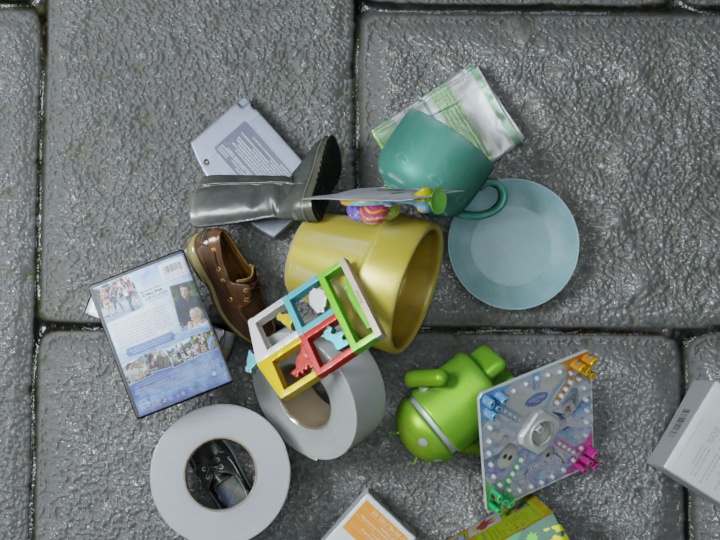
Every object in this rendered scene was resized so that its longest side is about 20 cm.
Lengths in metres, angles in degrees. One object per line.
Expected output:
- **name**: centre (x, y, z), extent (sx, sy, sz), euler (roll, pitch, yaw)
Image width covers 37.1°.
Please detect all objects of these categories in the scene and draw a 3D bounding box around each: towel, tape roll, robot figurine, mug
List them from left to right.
- **tape roll**: centre (-0.202, 0.295, 1.552), extent (0.200, 0.066, 0.201), euler (1, 79, -7)
- **tape roll**: centre (-0.062, 0.170, 1.555), extent (0.071, 0.202, 0.203), euler (-29, 84, -46)
- **mug**: centre (0.114, -0.139, 1.572), extent (0.185, 0.152, 0.115), euler (35, 89, 21)
- **towel**: centre (0.135, -0.210, 1.665), extent (0.200, 0.031, 0.149), euler (-33, 85, -2)
- **robot figurine**: centre (0.137, 0.202, 1.586), extent (0.200, 0.116, 0.176), euler (-38, 117, -3)

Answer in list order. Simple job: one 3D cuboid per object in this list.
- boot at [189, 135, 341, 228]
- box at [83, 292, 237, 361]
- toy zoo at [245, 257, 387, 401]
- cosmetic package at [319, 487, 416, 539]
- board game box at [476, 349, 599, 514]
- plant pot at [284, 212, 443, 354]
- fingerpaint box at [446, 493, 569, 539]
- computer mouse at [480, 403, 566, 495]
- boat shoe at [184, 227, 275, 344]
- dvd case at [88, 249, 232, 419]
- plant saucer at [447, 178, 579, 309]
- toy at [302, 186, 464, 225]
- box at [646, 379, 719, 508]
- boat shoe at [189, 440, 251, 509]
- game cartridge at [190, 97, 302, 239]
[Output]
- **boot**: centre (-0.140, -0.131, 1.606), extent (0.200, 0.073, 0.182), euler (-4, 40, 25)
- **box**: centre (-0.289, 0.080, 1.581), extent (0.200, 0.158, 0.048), euler (20, 84, 2)
- **toy zoo**: centre (-0.074, 0.088, 1.472), extent (0.200, 0.020, 0.131), euler (-34, 62, 13)
- **cosmetic package**: centre (-0.020, 0.432, 1.591), extent (0.101, 0.071, 0.200), euler (41, 87, 4)
- **board game box**: centre (0.262, 0.235, 1.546), extent (0.200, 0.026, 0.200), euler (-18, 116, -24)
- **plant pot**: centre (0.000, 0.000, 1.577), extent (0.189, 0.201, 0.201), euler (19, 85, 18)
- **fingerpaint box**: centre (0.204, 0.399, 1.527), extent (0.167, 0.200, 0.073), euler (-28, 86, -2)
- **computer mouse**: centre (0.265, 0.250, 1.594), extent (0.200, 0.046, 0.141), euler (-38, 128, -27)
- **boat shoe**: centre (-0.183, 0.025, 1.598), extent (0.067, 0.072, 0.200), euler (-19, 111, 34)
- **dvd case**: centre (-0.278, 0.088, 1.492), extent (0.142, 0.018, 0.200), euler (-21, 85, -1)
- **plant saucer**: centre (0.233, -0.039, 1.645), extent (0.200, 0.039, 0.202), euler (0, 86, 1)
- **toy**: centre (0.031, -0.088, 1.479), extent (0.200, 0.115, 0.047), euler (0, 99, 41)
- **box**: centre (0.555, 0.276, 1.580), extent (0.200, 0.106, 0.152), euler (33, 86, 3)
- **boat shoe**: centre (-0.208, 0.309, 1.610), extent (0.069, 0.057, 0.200), euler (-35, 86, -2)
- **game cartridge**: centre (-0.163, -0.153, 1.661), extent (0.133, 0.041, 0.200), euler (-41, 86, -6)
